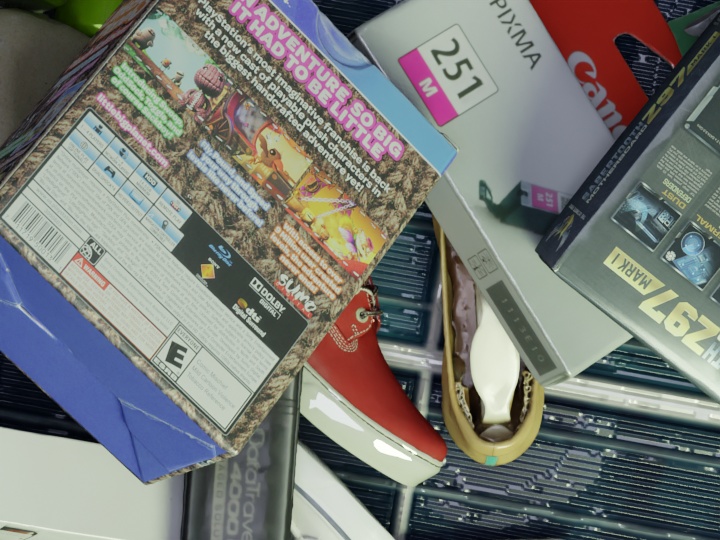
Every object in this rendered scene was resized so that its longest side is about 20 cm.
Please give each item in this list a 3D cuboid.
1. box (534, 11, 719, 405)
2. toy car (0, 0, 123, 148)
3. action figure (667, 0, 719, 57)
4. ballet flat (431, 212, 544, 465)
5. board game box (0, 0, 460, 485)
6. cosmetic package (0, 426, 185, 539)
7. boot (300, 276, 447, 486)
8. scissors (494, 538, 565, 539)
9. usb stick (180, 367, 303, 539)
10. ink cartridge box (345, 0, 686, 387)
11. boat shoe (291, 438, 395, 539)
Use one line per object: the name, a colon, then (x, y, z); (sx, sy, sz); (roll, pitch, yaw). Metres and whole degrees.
box: (0.208, -0.007, 1.345); (0.200, 0.051, 0.158); (37, 94, -12)
toy car: (-0.220, -0.074, 1.419); (0.199, 0.158, 0.165); (0, 74, 28)
action figure: (0.233, -0.046, 1.412); (0.055, 0.118, 0.201); (-35, 102, -33)
ballet flat: (0.071, -0.001, 1.429); (0.068, 0.063, 0.201); (-3, 91, 3)
board game box: (-0.080, -0.031, 1.303); (0.159, 0.097, 0.200); (45, 60, -14)
cosmetic package: (-0.167, 0.110, 1.383); (0.199, 0.082, 0.051); (12, 77, -28)
boot: (0.000, 0.000, 1.430); (0.144, 0.072, 0.200); (-45, 86, 1)
scissors: (0.009, 0.156, 1.461); (0.199, 0.014, 0.074); (10, 89, 1)
usb stick: (-0.059, 0.108, 1.373); (0.055, 0.033, 0.201); (4, 82, -2)
ink cartridge box: (0.109, -0.070, 1.402); (0.173, 0.044, 0.201); (-32, 90, -22)
boat shoe: (-0.012, 0.153, 1.423); (0.066, 0.072, 0.200); (-42, 96, -5)
